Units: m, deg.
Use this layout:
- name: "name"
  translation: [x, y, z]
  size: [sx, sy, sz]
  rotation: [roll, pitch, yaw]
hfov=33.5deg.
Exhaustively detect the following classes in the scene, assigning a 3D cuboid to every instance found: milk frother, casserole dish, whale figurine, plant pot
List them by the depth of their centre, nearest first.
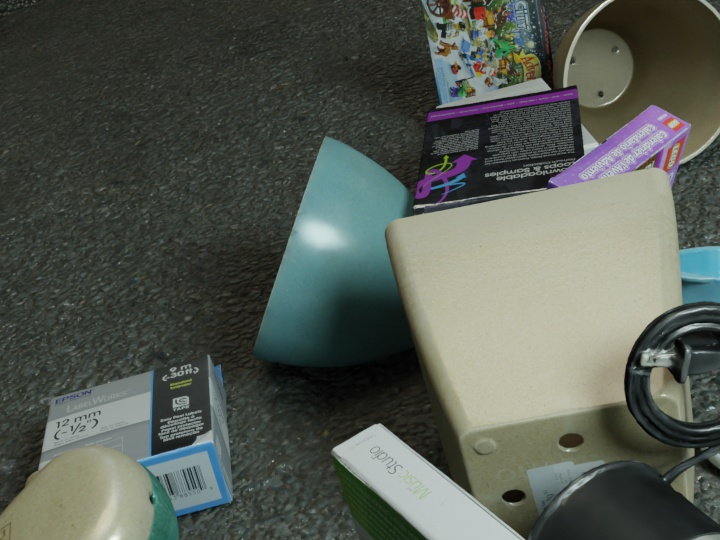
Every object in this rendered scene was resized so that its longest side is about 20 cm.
- name: "milk frother"
  translation: [0.199, 0.147, 0.626]
  size: [0.179, 0.202, 0.188]
  rotation: [-24, 29, -20]
- name: "plant pot"
  translation: [0.136, 0.079, 0.813]
  size: [0.198, 0.201, 0.178]
  rotation: [-11, 39, 7]
- name: "whale figurine"
  translation: [-0.213, 0.214, 0.843]
  size: [0.199, 0.104, 0.160]
  rotation: [-34, 40, 14]
- name: "casserole dish"
  translation: [0.294, 0.011, 0.948]
  size: [0.120, 0.039, 0.199]
  rotation: [12, 14, 42]
- name: "plant pot"
  translation: [0.000, 0.000, 1.044]
  size: [0.134, 0.201, 0.201]
  rotation: [18, 30, -2]
- name: "plant pot"
  translation: [0.286, -0.215, 1.312]
  size: [0.186, 0.189, 0.200]
  rotation: [-16, 13, -2]

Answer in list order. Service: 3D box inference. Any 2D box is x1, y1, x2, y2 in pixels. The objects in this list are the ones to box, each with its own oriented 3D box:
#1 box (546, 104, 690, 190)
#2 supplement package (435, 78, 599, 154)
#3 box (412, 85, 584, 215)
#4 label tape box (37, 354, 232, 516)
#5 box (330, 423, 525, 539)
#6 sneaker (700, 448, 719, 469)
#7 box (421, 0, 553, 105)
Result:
- name: "box"
  translation: [0.184, -0.015, 0.938]
  size: [0.039, 0.201, 0.137]
  rotation: [34, 51, 27]
- name: "supplement package"
  translation: [0.157, -0.091, 1.174]
  size: [0.119, 0.122, 0.200]
  rotation: [-15, 27, -1]
- name: "box"
  translation: [0.123, -0.097, 1.036]
  size: [0.142, 0.036, 0.200]
  rotation: [-8, 28, 12]
- name: "label tape box"
  translation: [-0.185, 0.129, 0.998]
  size: [0.142, 0.067, 0.200]
  rotation: [-15, 29, -1]
- name: "box"
  translation: [0.056, 0.191, 0.614]
  size: [0.036, 0.201, 0.144]
  rotation: [-29, 31, -19]
- name: "sneaker"
  translation: [0.312, 0.097, 0.772]
  size: [0.199, 0.100, 0.071]
  rotation: [8, 37, 40]
- name: "box"
  translation: [0.151, -0.252, 1.391]
  size: [0.135, 0.202, 0.038]
  rotation: [-2, 26, 24]
